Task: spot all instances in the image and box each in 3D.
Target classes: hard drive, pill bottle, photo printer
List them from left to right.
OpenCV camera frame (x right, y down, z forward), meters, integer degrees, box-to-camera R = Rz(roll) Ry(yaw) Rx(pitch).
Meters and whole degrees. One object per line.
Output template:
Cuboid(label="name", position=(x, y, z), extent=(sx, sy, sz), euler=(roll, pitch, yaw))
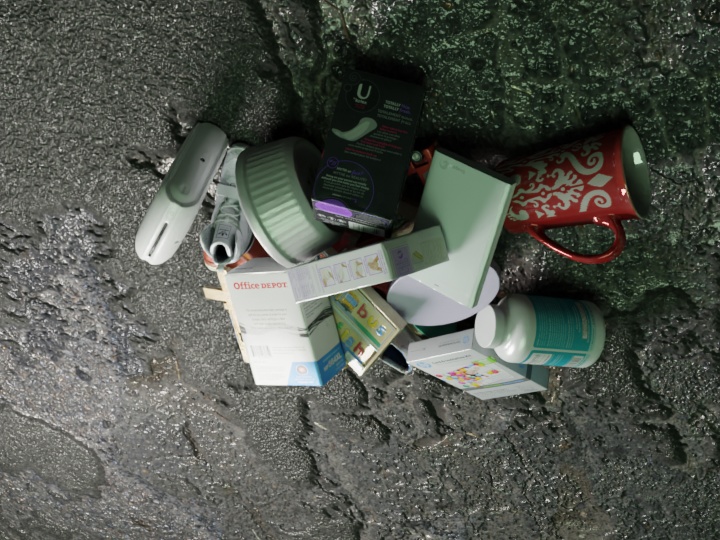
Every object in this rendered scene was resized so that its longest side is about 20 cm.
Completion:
Cuboid(label="photo printer", position=(-0.285, -0.115, 1.630), extent=(0.069, 0.201, 0.167), euler=(28, 136, -11))
Cuboid(label="hard drive", position=(0.141, -0.062, 1.529), extent=(0.131, 0.026, 0.202), euler=(28, 118, 26))
Cuboid(label="pill bottle", position=(0.287, 0.096, 1.678), extent=(0.198, 0.112, 0.111), euler=(6, 140, -22))

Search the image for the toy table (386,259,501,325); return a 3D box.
Cuboid(label="toy table", position=(0.138, -0.005, 1.665), extent=(0.198, 0.118, 0.185), euler=(-12, 128, 27))

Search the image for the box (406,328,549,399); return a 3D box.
Cuboid(label="box", position=(0.203, 0.164, 1.782), extent=(0.199, 0.042, 0.155), euler=(30, 149, -34))

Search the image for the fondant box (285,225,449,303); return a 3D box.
Cuboid(label="fondant box", position=(0.010, -0.008, 1.533), extent=(0.199, 0.144, 0.059), euler=(-16, 91, 42))

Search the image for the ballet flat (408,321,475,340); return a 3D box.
Cuboid(label="ballet flat", position=(0.167, 0.117, 1.826), extent=(0.198, 0.068, 0.072), euler=(15, 155, -3))

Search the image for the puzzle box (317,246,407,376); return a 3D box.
Cuboid(label="puzzle box", position=(-0.030, 0.061, 1.700), extent=(0.200, 0.025, 0.133), euler=(45, 127, 9))

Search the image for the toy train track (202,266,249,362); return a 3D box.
Cuboid(label="toy train track", position=(-0.210, 0.074, 1.818), extent=(0.114, 0.033, 0.202), euler=(10, 127, 31))

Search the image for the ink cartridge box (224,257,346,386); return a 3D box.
Cuboid(label="ink cartridge box", position=(-0.122, 0.082, 1.700), extent=(0.145, 0.084, 0.202), euler=(-2, 109, 35))

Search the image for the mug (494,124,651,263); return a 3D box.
Cuboid(label="mug", position=(0.296, -0.107, 1.480), extent=(0.198, 0.179, 0.134), euler=(-9, 134, 30))

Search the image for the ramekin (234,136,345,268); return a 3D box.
Cuboid(label="ramekin", position=(-0.098, -0.111, 1.586), extent=(0.094, 0.203, 0.203), euler=(-24, 124, 22))

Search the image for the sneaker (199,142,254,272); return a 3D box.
Cuboid(label="sneaker", position=(-0.204, -0.096, 1.661), extent=(0.074, 0.115, 0.202), euler=(12, 118, 5))

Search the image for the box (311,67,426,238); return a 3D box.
Cuboid(label="box", position=(0.012, -0.164, 1.474), extent=(0.121, 0.202, 0.106), euler=(15, 169, 3))

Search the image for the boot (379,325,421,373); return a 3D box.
Cuboid(label="boot", position=(0.040, 0.090, 1.803), extent=(0.073, 0.096, 0.200), euler=(-26, 120, 36))

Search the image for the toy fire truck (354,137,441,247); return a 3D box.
Cuboid(label="toy fire truck", position=(0.061, -0.111, 1.611), extent=(0.198, 0.049, 0.142), euler=(-18, 112, 31))

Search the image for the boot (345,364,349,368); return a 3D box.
Cuboid(label="boot", position=(-0.112, 0.101, 1.883), extent=(0.198, 0.072, 0.156), euler=(7, 134, 10))

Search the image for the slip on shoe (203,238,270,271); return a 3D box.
Cuboid(label="slip on shoe", position=(-0.184, -0.034, 1.774), extent=(0.198, 0.074, 0.062), euler=(2, 131, 23))

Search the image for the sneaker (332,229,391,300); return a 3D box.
Cuboid(label="sneaker", position=(0.000, 0.000, 1.717), extent=(0.199, 0.087, 0.074), euler=(38, 120, -6))
